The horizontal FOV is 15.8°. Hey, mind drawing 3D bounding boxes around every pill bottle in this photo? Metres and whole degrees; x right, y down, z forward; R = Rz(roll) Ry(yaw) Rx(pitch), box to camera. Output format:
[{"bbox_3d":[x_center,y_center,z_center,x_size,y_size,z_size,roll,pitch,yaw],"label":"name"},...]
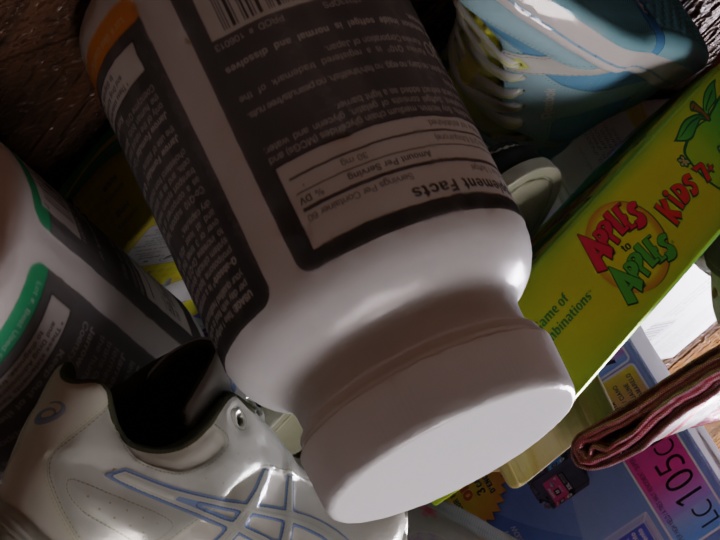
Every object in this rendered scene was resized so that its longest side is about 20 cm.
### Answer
[{"bbox_3d":[-0.123,0.036,0.964,0.113,0.114,0.200,-30,144,10],"label":"pill bottle"},{"bbox_3d":[-0.011,-0.022,0.902,0.116,0.201,0.116,-23,162,-8],"label":"pill bottle"}]

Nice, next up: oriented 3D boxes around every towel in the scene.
[{"bbox_3d":[0.198,0.035,1.124,0.199,0.023,0.144,-12,162,-46],"label":"towel"}]

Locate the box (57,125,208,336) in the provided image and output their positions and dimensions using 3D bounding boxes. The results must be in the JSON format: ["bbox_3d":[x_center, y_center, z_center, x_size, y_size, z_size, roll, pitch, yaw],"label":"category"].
[{"bbox_3d":[-0.094,0.001,1.098,0.117,0.049,0.200,-10,153,-43],"label":"box"}]

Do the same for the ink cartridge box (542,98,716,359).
[{"bbox_3d":[0.119,-0.014,1.293,0.199,0.084,0.145,-8,154,-45],"label":"ink cartridge box"}]

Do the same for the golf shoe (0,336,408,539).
[{"bbox_3d":[-0.045,0.073,0.929,0.199,0.078,0.098,-1,109,-51],"label":"golf shoe"}]

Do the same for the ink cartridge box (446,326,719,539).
[{"bbox_3d":[0.079,0.129,1.241,0.200,0.137,0.076,-37,155,12],"label":"ink cartridge box"}]

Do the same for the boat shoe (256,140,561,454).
[{"bbox_3d":[0.002,0.000,1.053,0.074,0.066,0.199,-11,152,-43],"label":"boat shoe"}]

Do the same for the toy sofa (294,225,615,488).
[{"bbox_3d":[0.027,0.044,1.184,0.097,0.083,0.199,-34,-165,-35],"label":"toy sofa"}]

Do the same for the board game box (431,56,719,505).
[{"bbox_3d":[0.093,0.000,1.047,0.200,0.048,0.102,-45,-178,-31],"label":"board game box"}]

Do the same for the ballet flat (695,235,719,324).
[{"bbox_3d":[0.178,0.000,1.136,0.200,0.067,0.064,-62,170,-81],"label":"ballet flat"}]

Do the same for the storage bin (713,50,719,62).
[{"bbox_3d":[0.240,-0.093,1.189,0.200,0.145,0.135,7,107,-59],"label":"storage bin"}]

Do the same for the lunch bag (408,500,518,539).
[{"bbox_3d":[-0.029,0.174,1.131,0.199,0.170,0.128,8,140,24],"label":"lunch bag"}]

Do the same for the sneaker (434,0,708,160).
[{"bbox_3d":[0.053,-0.079,1.035,0.130,0.080,0.200,-35,160,19],"label":"sneaker"}]
